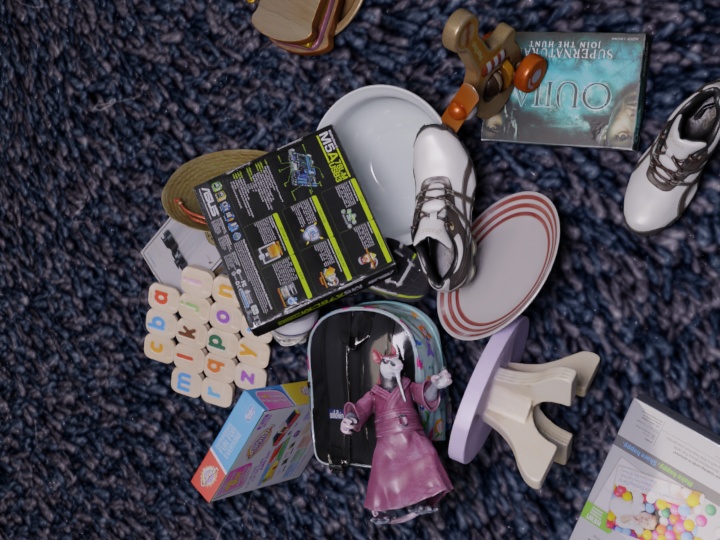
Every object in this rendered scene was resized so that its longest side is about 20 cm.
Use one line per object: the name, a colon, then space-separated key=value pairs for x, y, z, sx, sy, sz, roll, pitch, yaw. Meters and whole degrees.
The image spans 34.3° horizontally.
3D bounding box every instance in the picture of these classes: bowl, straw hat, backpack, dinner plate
bowl: x=0.043 y=-0.135 z=1.480 sx=0.199 sy=0.090 sz=0.204 roll=5 pitch=102 yaw=23
straw hat: x=-0.167 y=-0.073 z=1.543 sx=0.200 sy=0.201 sz=0.086 roll=25 pitch=133 yaw=30
backpack: x=0.024 y=0.138 z=1.468 sx=0.176 sy=0.150 sz=0.203 roll=-3 pitch=98 yaw=31
dinner plate: x=0.168 y=-0.003 z=1.400 sx=0.200 sy=0.024 sz=0.202 roll=-36 pitch=37 yaw=33

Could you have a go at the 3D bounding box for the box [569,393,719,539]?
box: x=0.344 y=0.267 z=1.331 sx=0.155 sy=0.041 sz=0.202 roll=30 pitch=107 yaw=29

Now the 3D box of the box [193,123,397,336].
box: x=-0.080 y=-0.049 z=1.407 sx=0.191 sy=0.048 sz=0.202 roll=-24 pitch=73 yaw=-4

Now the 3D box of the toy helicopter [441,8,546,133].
toy helicopter: x=0.130 y=-0.232 z=1.335 sx=0.079 sy=0.200 sz=0.133 roll=36 pitch=90 yaw=27

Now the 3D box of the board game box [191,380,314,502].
board game box: x=-0.114 y=0.218 z=1.531 sx=0.040 sy=0.199 sz=0.154 roll=40 pitch=110 yaw=25

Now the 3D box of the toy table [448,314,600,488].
toy table: x=0.194 y=0.151 z=1.357 sx=0.116 sy=0.184 sz=0.201 roll=20 pitch=68 yaw=21

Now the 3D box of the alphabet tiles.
alphabet tiles: x=-0.216 y=0.095 z=1.663 sx=0.193 sy=0.015 sz=0.202 roll=15 pitch=114 yaw=13

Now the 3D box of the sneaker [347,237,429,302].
sneaker: x=0.000 y=0.000 z=1.463 sx=0.198 sy=0.081 sz=0.074 roll=18 pitch=63 yaw=26

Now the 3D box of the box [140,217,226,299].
box: x=-0.217 y=-0.048 z=1.677 sx=0.200 sy=0.060 sz=0.117 roll=-47 pitch=67 yaw=24

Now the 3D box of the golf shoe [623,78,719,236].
golf shoe: x=0.345 y=-0.127 z=1.286 sx=0.078 sy=0.094 sz=0.201 roll=39 pitch=112 yaw=25

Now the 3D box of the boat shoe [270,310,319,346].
boat shoe: x=-0.093 y=0.068 z=1.539 sx=0.071 sy=0.200 sz=0.067 roll=-8 pitch=102 yaw=-11

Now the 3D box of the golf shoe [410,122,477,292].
golf shoe: x=0.096 y=-0.072 z=1.370 sx=0.077 sy=0.094 sz=0.203 roll=-8 pitch=98 yaw=20

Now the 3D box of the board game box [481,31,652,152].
board game box: x=0.243 y=-0.216 z=1.398 sx=0.198 sy=0.028 sz=0.137 roll=8 pitch=94 yaw=32

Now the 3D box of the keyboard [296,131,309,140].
keyboard: x=-0.059 y=-0.085 z=1.555 sx=0.127 sy=0.020 sz=0.202 roll=144 pitch=114 yaw=-72

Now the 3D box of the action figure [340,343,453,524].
action figure: x=0.052 y=0.184 z=1.351 sx=0.132 sy=0.149 sz=0.202 roll=-10 pitch=72 yaw=7

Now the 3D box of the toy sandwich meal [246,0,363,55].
toy sandwich meal: x=-0.077 y=-0.397 z=1.577 sx=0.203 sy=0.070 sz=0.208 roll=0 pitch=91 yaw=33
